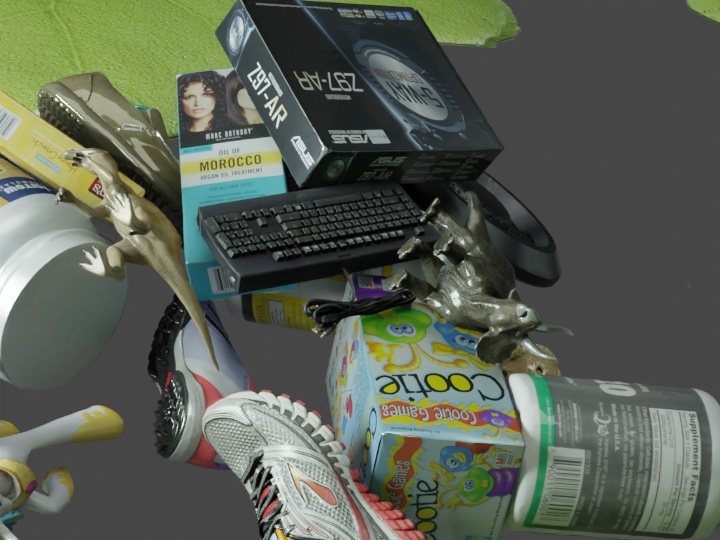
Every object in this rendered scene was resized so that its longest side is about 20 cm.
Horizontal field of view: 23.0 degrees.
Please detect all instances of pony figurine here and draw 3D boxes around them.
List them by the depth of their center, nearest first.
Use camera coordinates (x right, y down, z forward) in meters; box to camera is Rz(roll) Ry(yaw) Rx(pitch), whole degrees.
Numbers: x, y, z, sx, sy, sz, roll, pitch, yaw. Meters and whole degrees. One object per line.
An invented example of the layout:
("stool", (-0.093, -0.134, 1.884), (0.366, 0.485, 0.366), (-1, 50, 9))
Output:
("pony figurine", (-0.270, 0.110, 1.142), (0.193, 0.167, 0.200), (25, 17, 8))

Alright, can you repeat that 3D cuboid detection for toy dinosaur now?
("toy dinosaur", (-0.153, -0.024, 1.251), (0.200, 0.058, 0.101), (56, 19, 15))
("toy dinosaur", (0.080, 0.008, 1.296), (0.102, 0.077, 0.200), (42, 13, -17))

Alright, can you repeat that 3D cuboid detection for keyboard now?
("keyboard", (-0.017, -0.013, 1.295), (0.200, 0.021, 0.127), (-12, 58, -40))

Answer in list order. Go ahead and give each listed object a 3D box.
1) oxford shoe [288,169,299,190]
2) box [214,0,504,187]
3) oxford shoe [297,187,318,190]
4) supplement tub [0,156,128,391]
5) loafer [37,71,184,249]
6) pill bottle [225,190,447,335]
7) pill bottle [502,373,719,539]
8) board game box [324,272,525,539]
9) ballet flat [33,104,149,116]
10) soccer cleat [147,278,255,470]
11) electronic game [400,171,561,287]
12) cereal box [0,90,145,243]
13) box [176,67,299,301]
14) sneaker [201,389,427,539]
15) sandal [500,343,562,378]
("oxford shoe", (-0.097, -0.097, 1.507), (0.071, 0.074, 0.200), (-9, 1, -29))
("box", (0.000, -0.143, 1.418), (0.200, 0.044, 0.160), (-4, 55, -43))
("oxford shoe", (-0.014, -0.081, 1.525), (0.073, 0.085, 0.200), (17, -13, -23))
("supplement tub", (-0.284, -0.010, 1.318), (0.200, 0.145, 0.144), (31, 35, 29))
("loafer", (-0.186, -0.100, 1.511), (0.200, 0.076, 0.067), (45, 61, 1))
("pill bottle", (0.000, 0.000, 1.415), (0.200, 0.111, 0.111), (9, 30, 9))
("pill bottle", (0.197, 0.137, 1.271), (0.200, 0.113, 0.113), (6, 31, -11))
("board game box", (0.042, 0.102, 1.284), (0.103, 0.105, 0.200), (6, 31, -11))
("ballet flat", (-0.265, -0.114, 1.572), (0.200, 0.071, 0.067), (-16, 38, -39))
("soccer cleat", (-0.114, 0.079, 1.319), (0.073, 0.068, 0.200), (20, 27, -19))
("electronic game", (0.097, -0.055, 1.566), (0.200, 0.042, 0.200), (35, 17, -12))
("cereal box", (-0.243, -0.080, 1.406), (0.144, 0.040, 0.200), (34, -7, -7))
("box", (-0.097, -0.072, 1.372), (0.082, 0.049, 0.200), (-8, 51, -1))
("sneaker", (-0.038, 0.157, 1.170), (0.082, 0.078, 0.200), (-27, 59, -38))
("sandal", (0.121, 0.080, 1.382), (0.077, 0.070, 0.212), (2, 32, -16))
